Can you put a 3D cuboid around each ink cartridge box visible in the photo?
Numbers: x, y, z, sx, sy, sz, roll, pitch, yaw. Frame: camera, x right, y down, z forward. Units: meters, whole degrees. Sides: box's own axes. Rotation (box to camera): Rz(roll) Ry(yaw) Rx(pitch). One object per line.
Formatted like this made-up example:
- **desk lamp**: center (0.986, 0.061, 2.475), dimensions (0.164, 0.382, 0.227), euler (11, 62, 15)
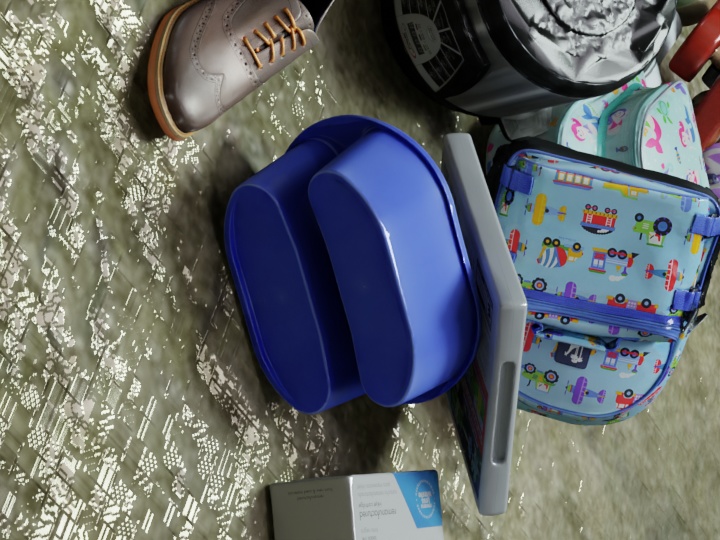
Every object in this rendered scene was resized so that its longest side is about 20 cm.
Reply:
- **ink cartridge box**: center (0.006, 0.235, 1.524), dimensions (0.116, 0.068, 0.200), euler (3, 80, -57)

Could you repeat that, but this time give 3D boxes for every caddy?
- **caddy**: center (0.000, 0.000, 1.507), dimensions (0.105, 0.141, 0.200), euler (-31, 110, -53)

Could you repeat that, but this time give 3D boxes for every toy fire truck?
- **toy fire truck**: center (0.307, -0.137, 2.022), dimensions (0.112, 0.168, 0.200), euler (38, 19, 4)

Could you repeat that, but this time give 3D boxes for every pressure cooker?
- **pressure cooker**: center (0.114, -0.199, 1.698), dimensions (0.179, 0.200, 0.176), euler (29, 74, -25)

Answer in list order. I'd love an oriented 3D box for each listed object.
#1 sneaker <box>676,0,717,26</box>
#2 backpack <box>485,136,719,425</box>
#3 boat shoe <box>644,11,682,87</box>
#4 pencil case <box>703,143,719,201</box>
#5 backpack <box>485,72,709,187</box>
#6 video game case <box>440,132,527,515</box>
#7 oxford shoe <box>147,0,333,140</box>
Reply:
- **sneaker**: center (0.287, -0.322, 2.115), dimensions (0.090, 0.067, 0.200), euler (52, 35, -41)
- **backpack**: center (0.160, 0.019, 1.673), dimensions (0.135, 0.182, 0.200), euler (-68, 175, -81)
- **boat shoe**: center (0.228, -0.193, 1.995), dimensions (0.057, 0.069, 0.200), euler (63, 30, -20)
- **pencil case**: center (0.373, -0.065, 2.170), dimensions (0.200, 0.085, 0.084), euler (47, 44, -44)
- **backpack**: center (0.187, -0.062, 1.824), dimensions (0.200, 0.150, 0.178), euler (-26, 106, -52)
- **video game case**: center (0.079, 0.035, 1.579), dimensions (0.200, 0.023, 0.182), euler (-105, -166, -52)
- **oxford shoe**: center (-0.074, -0.153, 1.490), dimensions (0.071, 0.073, 0.200), euler (63, 36, -27)
